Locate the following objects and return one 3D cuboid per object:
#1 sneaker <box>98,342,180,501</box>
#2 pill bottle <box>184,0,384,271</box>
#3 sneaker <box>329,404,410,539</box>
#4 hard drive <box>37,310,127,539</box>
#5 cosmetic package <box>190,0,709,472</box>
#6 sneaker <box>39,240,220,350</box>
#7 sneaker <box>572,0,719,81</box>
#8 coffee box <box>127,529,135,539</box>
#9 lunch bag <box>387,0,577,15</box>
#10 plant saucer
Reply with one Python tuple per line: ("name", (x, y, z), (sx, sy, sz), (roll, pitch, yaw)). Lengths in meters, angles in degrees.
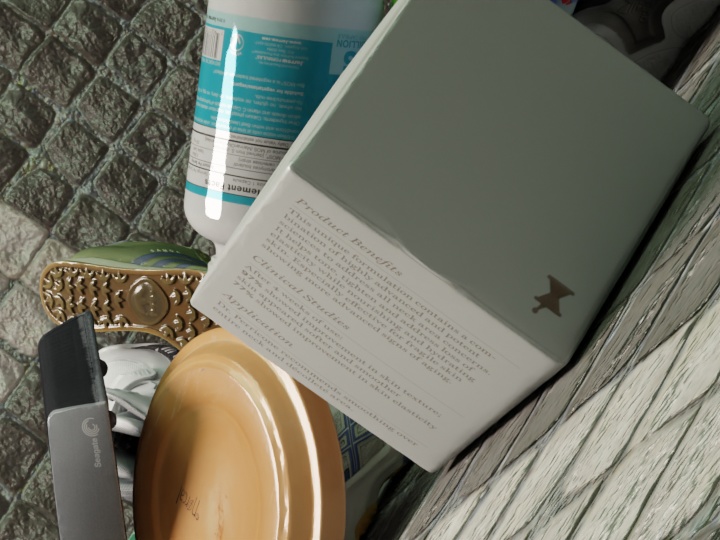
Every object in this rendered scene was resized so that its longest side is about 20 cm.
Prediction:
("sneaker", (-0.145, 0.096, 1.836), (0.200, 0.115, 0.075), (29, 105, 45))
("pill bottle", (-0.050, -0.082, 1.771), (0.111, 0.110, 0.201), (-78, -4, -81))
("sneaker", (-0.013, 0.097, 1.684), (0.200, 0.088, 0.075), (-56, 1, -31))
("hard drive", (-0.160, 0.141, 1.689), (0.135, 0.042, 0.201), (-111, 14, -63))
("cosmetic package", (0.042, -0.029, 1.457), (0.167, 0.167, 0.200), (-56, 4, -26))
("sneaker", (-0.108, 0.015, 1.887), (0.090, 0.199, 0.067), (-30, -54, -56))
("sneaker", (0.160, -0.182, 1.729), (0.200, 0.075, 0.114), (-48, 41, 28))
("coffee box", (-0.084, 0.159, 1.930), (0.200, 0.044, 0.123), (-57, -33, -20))
("lunch bag", (0.079, -0.173, 1.713), (0.161, 0.082, 0.201), (-127, 54, -67))
("plant saucer", (-0.076, 0.132, 1.604), (0.200, 0.032, 0.201), (-5, 83, 55))
